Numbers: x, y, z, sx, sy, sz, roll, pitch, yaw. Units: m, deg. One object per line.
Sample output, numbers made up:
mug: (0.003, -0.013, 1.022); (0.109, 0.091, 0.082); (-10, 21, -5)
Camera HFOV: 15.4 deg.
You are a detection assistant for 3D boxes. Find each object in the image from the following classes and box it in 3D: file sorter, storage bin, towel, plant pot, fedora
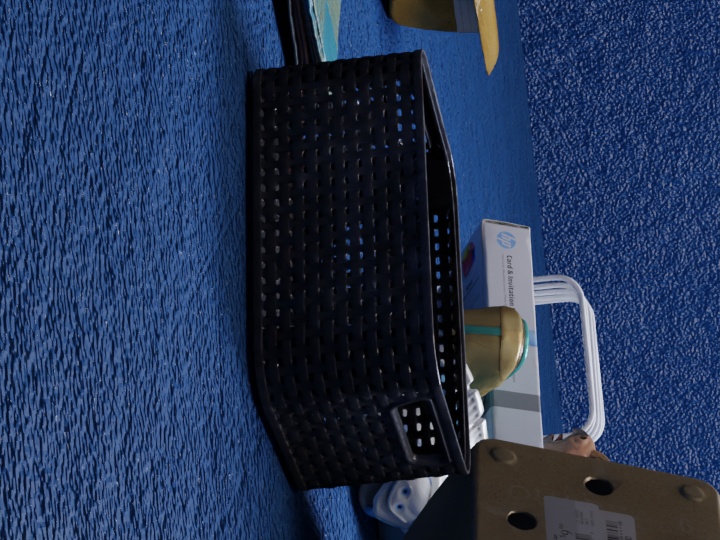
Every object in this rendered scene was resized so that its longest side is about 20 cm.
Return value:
file sorter: (0.130, 0.081, 2.171); (0.200, 0.124, 0.139); (37, 47, -80)
storage bin: (0.000, 0.000, 1.390); (0.135, 0.094, 0.200); (71, 14, -57)
towel: (-0.032, -0.196, 1.584); (0.200, 0.022, 0.147); (-88, 170, -57)
plant pot: (0.106, 0.206, 1.409); (0.200, 0.199, 0.177); (-84, -172, -57)
fedora: (0.057, -0.238, 2.050); (0.201, 0.082, 0.201); (-9, 90, -87)

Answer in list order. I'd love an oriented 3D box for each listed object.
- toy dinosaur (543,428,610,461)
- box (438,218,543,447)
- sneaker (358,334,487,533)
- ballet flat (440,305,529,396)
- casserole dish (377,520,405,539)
toy dinosaur: (0.129, 0.226, 1.997); (0.086, 0.135, 0.201); (-23, 107, -82)
box: (0.079, 0.090, 1.864); (0.156, 0.041, 0.200); (119, -26, -52)
sneaker: (0.044, 0.142, 1.626); (0.075, 0.087, 0.200); (9, -55, 62)
ballet flat: (0.051, 0.070, 1.783); (0.200, 0.063, 0.069); (125, -33, -58)
casserole dish: (0.039, 0.190, 1.730); (0.121, 0.039, 0.201); (-64, 148, -76)
